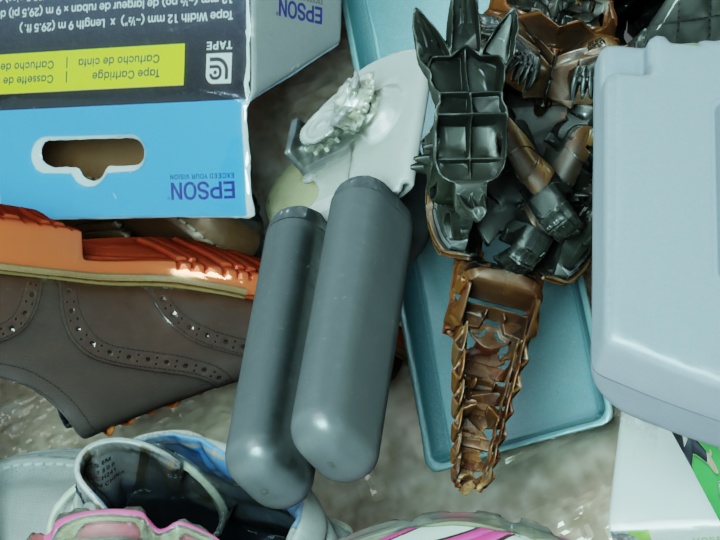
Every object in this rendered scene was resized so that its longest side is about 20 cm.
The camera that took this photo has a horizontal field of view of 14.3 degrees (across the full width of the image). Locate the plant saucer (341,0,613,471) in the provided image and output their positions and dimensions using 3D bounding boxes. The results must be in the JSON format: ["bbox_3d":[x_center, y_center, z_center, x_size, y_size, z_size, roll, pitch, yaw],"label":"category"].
[{"bbox_3d":[0.041,-0.029,1.037,0.069,0.019,0.201,-16,69,15],"label":"plant saucer"}]

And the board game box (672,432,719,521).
[{"bbox_3d":[0.204,0.057,0.849,0.199,0.029,0.135,-16,59,-17],"label":"board game box"}]

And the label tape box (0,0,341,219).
[{"bbox_3d":[-0.081,-0.118,1.067,0.142,0.066,0.202,-1,89,33],"label":"label tape box"}]

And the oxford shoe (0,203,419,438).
[{"bbox_3d":[-0.077,0.024,1.021,0.071,0.199,0.073,-156,78,-72],"label":"oxford shoe"}]

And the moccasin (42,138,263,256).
[{"bbox_3d":[-0.122,-0.030,1.128,0.200,0.074,0.078,17,77,32],"label":"moccasin"}]

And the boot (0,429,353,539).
[{"bbox_3d":[-0.078,0.083,0.996,0.199,0.096,0.074,11,59,33],"label":"boot"}]

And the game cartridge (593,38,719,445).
[{"bbox_3d":[0.166,0.000,0.837,0.198,0.041,0.134,6,51,-2],"label":"game cartridge"}]

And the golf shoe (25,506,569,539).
[{"bbox_3d":[-0.012,0.121,0.875,0.198,0.073,0.092,0,21,-1],"label":"golf shoe"}]

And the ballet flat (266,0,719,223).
[{"bbox_3d":[0.050,-0.070,1.080,0.199,0.057,0.067,-28,46,4],"label":"ballet flat"}]

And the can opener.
[{"bbox_3d":[0.000,0.000,0.949,0.052,0.067,0.201,-26,31,29],"label":"can opener"}]

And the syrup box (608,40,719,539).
[{"bbox_3d":[0.139,0.021,0.945,0.078,0.082,0.201,-6,51,23],"label":"syrup box"}]

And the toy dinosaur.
[{"bbox_3d":[0.062,-0.031,0.954,0.101,0.136,0.201,-7,77,-10],"label":"toy dinosaur"}]
